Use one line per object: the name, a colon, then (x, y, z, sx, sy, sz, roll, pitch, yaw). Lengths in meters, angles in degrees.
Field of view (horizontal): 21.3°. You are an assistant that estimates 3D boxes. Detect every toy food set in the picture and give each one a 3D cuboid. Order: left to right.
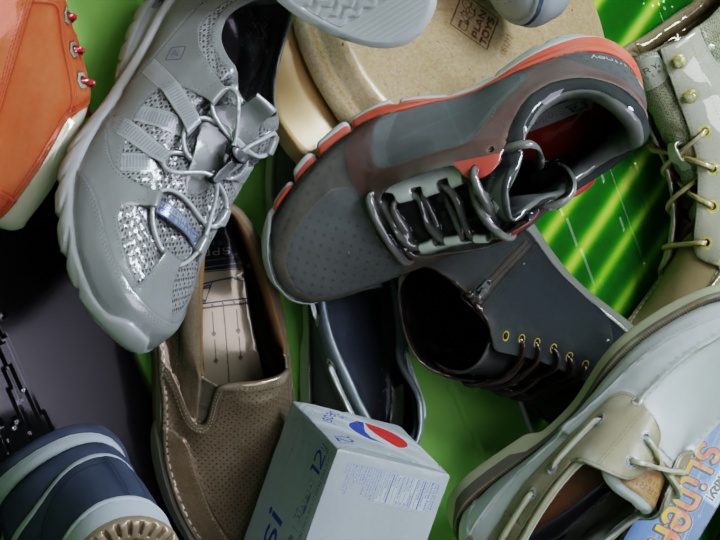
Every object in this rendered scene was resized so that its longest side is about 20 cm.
toy food set: (0.047, -0.115, 0.975, 0.197, 0.049, 0.201, 19, 60, -24)

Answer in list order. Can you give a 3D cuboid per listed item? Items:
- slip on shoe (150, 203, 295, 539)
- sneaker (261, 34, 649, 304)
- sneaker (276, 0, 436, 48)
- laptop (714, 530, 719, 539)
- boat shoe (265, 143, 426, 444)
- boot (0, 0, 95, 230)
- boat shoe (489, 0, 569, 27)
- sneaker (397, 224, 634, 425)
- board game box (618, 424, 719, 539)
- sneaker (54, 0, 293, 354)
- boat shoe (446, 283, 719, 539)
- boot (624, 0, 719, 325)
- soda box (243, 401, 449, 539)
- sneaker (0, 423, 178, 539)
slip on shoe: (-0.061, 0.059, 0.931, 0.076, 0.060, 0.202, -11, 97, -31)
sneaker: (0.042, -0.041, 0.875, 0.199, 0.082, 0.077, -31, 114, 7)
sneaker: (-0.037, -0.189, 0.895, 0.200, 0.118, 0.074, 40, 111, -4)
laptop: (0.318, 0.084, 1.113, 0.176, 0.103, 0.202, 14, 79, -7)
boat shoe: (0.000, 0.000, 0.967, 0.072, 0.062, 0.202, -7, 94, -30)
boot: (-0.159, -0.118, 0.868, 0.107, 0.075, 0.201, 25, 83, -35)
boat shoe: (0.034, -0.208, 0.925, 0.086, 0.074, 0.203, -20, 92, -31)
sneaker: (0.087, 0.050, 0.992, 0.200, 0.075, 0.106, 48, 32, -14)
board game box: (0.143, 0.168, 1.021, 0.034, 0.136, 0.201, 31, 71, 11)
sneaker: (-0.078, -0.058, 0.861, 0.075, 0.082, 0.201, 41, 47, -43)
boat shoe: (0.133, 0.092, 0.952, 0.200, 0.069, 0.075, -44, 123, 15)
boot: (0.184, -0.052, 1.076, 0.200, 0.072, 0.155, -45, 113, -29)
soda box: (-0.027, 0.170, 0.915, 0.063, 0.068, 0.201, 15, 100, -25)
sneaker: (-0.151, 0.164, 0.880, 0.070, 0.109, 0.201, 19, 111, -33)
